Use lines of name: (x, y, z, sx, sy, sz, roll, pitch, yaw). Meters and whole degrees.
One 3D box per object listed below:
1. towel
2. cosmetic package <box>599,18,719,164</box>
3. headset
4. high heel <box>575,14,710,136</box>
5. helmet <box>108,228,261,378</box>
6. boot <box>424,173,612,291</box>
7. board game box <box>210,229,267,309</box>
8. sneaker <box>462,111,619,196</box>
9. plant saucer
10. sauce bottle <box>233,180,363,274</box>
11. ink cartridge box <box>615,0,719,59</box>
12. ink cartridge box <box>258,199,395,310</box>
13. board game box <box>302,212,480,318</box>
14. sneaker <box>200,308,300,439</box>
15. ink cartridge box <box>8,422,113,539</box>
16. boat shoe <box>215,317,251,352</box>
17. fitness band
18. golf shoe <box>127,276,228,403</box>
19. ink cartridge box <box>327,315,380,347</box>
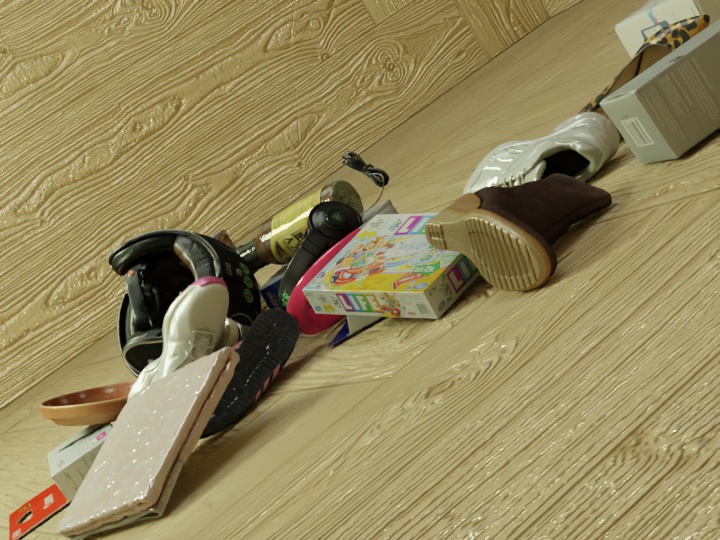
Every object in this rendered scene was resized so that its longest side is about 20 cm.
towel: (-0.213, 0.177, 1.500, 0.199, 0.032, 0.192, -26, 32, 49)
cosmetic package: (0.353, -0.195, 1.490, 0.199, 0.091, 0.107, -38, 6, -9)
headset: (-0.038, -0.044, 1.754, 0.201, 0.094, 0.124, -52, -16, -14)
high heel: (0.324, -0.213, 1.729, 0.200, 0.071, 0.142, -48, -7, 30)
helmet: (-0.221, 0.050, 1.855, 0.199, 0.201, 0.191, -33, -24, -3)
boot: (0.170, -0.049, 1.402, 0.165, 0.073, 0.200, -20, 21, -22)
board game box: (-0.231, 0.042, 2.216, 0.034, 0.136, 0.200, -26, 10, 40)
sneaker: (0.189, -0.106, 1.658, 0.199, 0.078, 0.099, -30, 12, 29)
plant saucer: (-0.312, 0.170, 1.922, 0.198, 0.033, 0.200, -10, 2, 0)
sauce bottle: (-0.084, -0.047, 1.883, 0.199, 0.065, 0.065, -29, 8, 37)
ink cartridge box: (0.457, -0.349, 2.003, 0.145, 0.088, 0.200, -35, 10, -19)
ink cartridge box: (-0.040, 0.002, 1.906, 0.199, 0.077, 0.136, -28, 9, 26)
board game box: (0.047, -0.007, 1.549, 0.199, 0.034, 0.134, 0, 38, 51)
sneaker: (-0.139, 0.129, 1.648, 0.200, 0.070, 0.082, -43, -12, -38)
ink cartridge box: (-0.371, 0.254, 1.843, 0.173, 0.044, 0.200, -34, 8, -11)
boat shoe: (-0.192, 0.133, 1.760, 0.059, 0.072, 0.200, 18, -56, -42)
fitness band: (0.000, 0.000, 1.724, 0.199, 0.037, 0.144, -35, -20, -23)
golf shoe: (-0.189, 0.104, 1.669, 0.092, 0.075, 0.202, 47, 119, 45)
ink cartridge box: (0.047, 0.014, 1.651, 0.199, 0.037, 0.095, -33, 7, 22)
